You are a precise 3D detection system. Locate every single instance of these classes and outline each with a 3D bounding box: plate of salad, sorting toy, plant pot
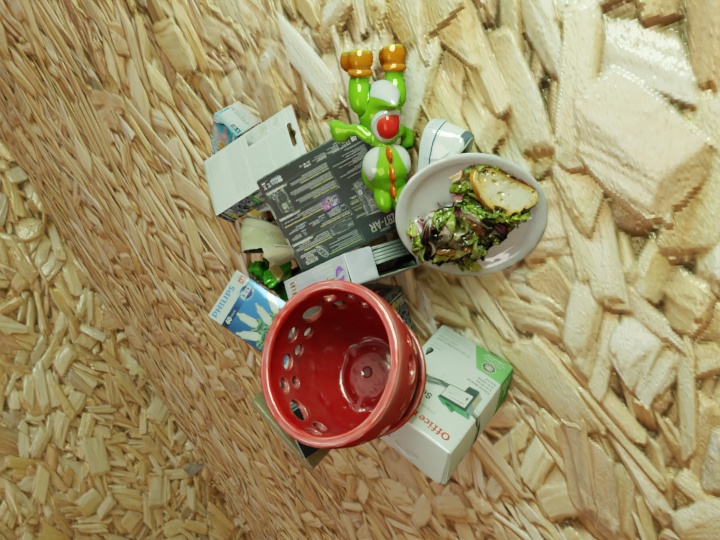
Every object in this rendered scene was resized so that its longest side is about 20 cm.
[{"bbox_3d":[0.140,-0.058,0.679,0.193,0.049,0.204,6,136,5],"label":"plate of salad"},{"bbox_3d":[-0.107,0.297,1.191,0.200,0.198,0.070,44,135,12],"label":"sorting toy"},{"bbox_3d":[-0.011,0.136,0.718,0.197,0.204,0.182,28,175,29],"label":"plant pot"}]

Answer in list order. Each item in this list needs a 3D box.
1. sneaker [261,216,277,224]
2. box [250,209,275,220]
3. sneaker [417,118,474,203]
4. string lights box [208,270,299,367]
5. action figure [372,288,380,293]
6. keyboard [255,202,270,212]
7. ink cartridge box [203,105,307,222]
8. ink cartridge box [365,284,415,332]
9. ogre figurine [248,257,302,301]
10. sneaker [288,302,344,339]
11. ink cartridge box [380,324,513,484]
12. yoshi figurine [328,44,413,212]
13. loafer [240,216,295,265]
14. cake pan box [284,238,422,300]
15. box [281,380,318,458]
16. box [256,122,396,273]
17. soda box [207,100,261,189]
[{"bbox_3d":[-0.124,-0.072,1.006,0.195,0.075,0.080,6,108,32],"label":"sneaker"},{"bbox_3d":[-0.149,-0.131,0.988,0.196,0.075,0.051,19,134,37],"label":"box"},{"bbox_3d":[0.113,-0.098,0.718,0.070,0.072,0.205,28,138,33],"label":"sneaker"},{"bbox_3d":[-0.179,0.100,1.011,0.196,0.105,0.059,31,169,6],"label":"string lights box"},{"bbox_3d":[0.042,0.132,0.924,0.064,0.097,0.208,-2,97,49],"label":"action figure"},{"bbox_3d":[-0.101,-0.141,0.899,0.195,0.058,0.011,-8,157,32],"label":"keyboard"},{"bbox_3d":[-0.172,-0.181,0.907,0.196,0.050,0.112,-27,69,18],"label":"ink cartridge box"},{"bbox_3d":[0.052,0.126,0.991,0.107,0.050,0.205,4,122,46],"label":"ink cartridge box"},{"bbox_3d":[-0.108,0.023,1.035,0.121,0.194,0.101,63,-168,-56],"label":"ogre figurine"},{"bbox_3d":[-0.077,0.135,0.937,0.078,0.135,0.206,61,-165,-66],"label":"sneaker"},{"bbox_3d":[0.131,0.204,0.837,0.144,0.199,0.086,28,137,28],"label":"ink cartridge box"},{"bbox_3d":[0.023,-0.184,0.706,0.109,0.111,0.207,1,107,29],"label":"yoshi figurine"},{"bbox_3d":[-0.131,-0.042,0.932,0.195,0.075,0.071,15,89,27],"label":"loafer"},{"bbox_3d":[0.000,0.000,0.831,0.198,0.180,0.054,-22,88,54],"label":"cake pan box"},{"bbox_3d":[-0.070,0.230,1.042,0.182,0.196,0.107,32,148,63],"label":"box"},{"bbox_3d":[-0.039,-0.111,0.812,0.195,0.044,0.164,-24,104,16],"label":"box"},{"bbox_3d":[-0.248,-0.221,1.026,0.063,0.068,0.202,40,143,10],"label":"soda box"}]
